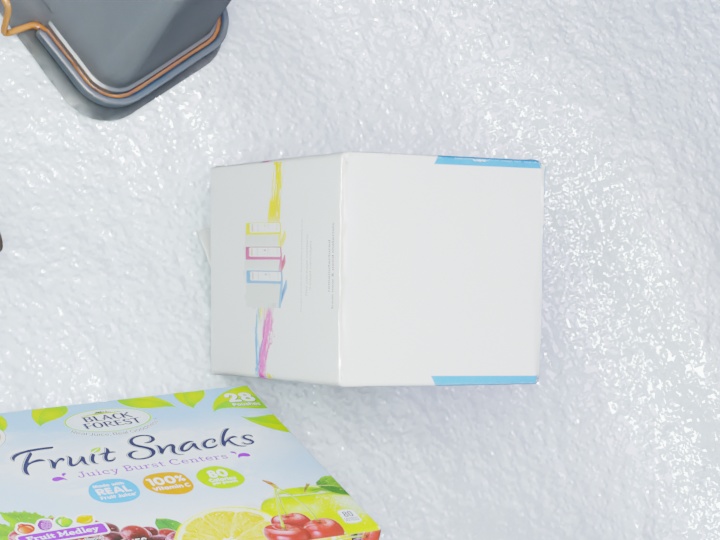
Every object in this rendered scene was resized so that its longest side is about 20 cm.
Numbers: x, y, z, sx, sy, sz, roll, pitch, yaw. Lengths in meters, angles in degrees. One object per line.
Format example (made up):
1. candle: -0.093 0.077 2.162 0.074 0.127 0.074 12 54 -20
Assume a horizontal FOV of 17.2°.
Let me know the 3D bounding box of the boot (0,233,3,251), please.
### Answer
1. boot: -0.319 -0.034 1.281 0.200 0.064 0.187 -34 87 -27

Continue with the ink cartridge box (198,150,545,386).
1. ink cartridge box: 0.000 0.000 1.358 0.128 0.200 0.126 1 89 -27

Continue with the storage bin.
1. storage bin: -0.154 -0.206 1.379 0.145 0.134 0.200 -36 90 -32

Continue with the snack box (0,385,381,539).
1. snack box: -0.117 0.134 1.259 0.199 0.169 0.068 -3 116 -28
